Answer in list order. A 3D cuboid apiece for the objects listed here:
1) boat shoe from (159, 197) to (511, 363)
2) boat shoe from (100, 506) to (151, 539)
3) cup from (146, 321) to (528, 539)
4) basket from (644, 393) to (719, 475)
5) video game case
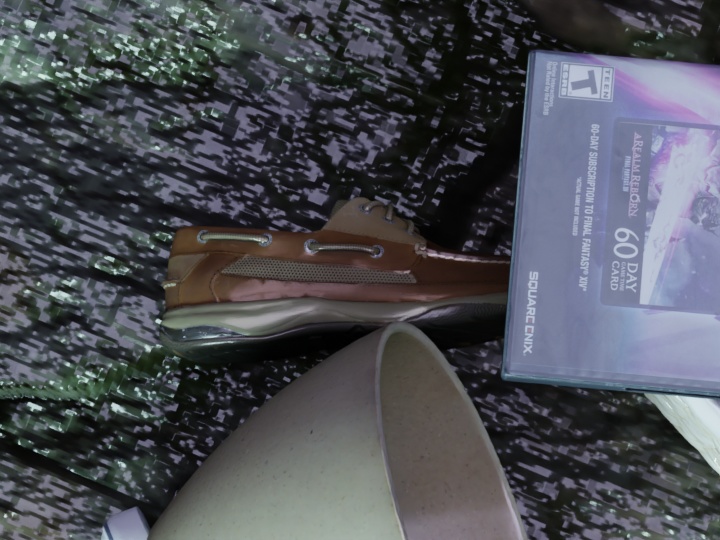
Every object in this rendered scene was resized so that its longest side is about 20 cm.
[{"bbox_3d":[0.000,0.000,1.112,0.199,0.076,0.074,-4,78,-1],"label":"boat shoe"},{"bbox_3d":[-0.101,0.214,1.078,0.065,0.074,0.201,-15,79,-4],"label":"boat shoe"},{"bbox_3d":[-0.013,0.141,1.044,0.143,0.200,0.201,-20,81,16],"label":"cup"},{"bbox_3d":[0.240,0.032,1.059,0.200,0.161,0.198,-42,83,-6],"label":"basket"},{"bbox_3d":[0.165,-0.016,0.981,0.199,0.019,0.144,5,81,4],"label":"video game case"}]
